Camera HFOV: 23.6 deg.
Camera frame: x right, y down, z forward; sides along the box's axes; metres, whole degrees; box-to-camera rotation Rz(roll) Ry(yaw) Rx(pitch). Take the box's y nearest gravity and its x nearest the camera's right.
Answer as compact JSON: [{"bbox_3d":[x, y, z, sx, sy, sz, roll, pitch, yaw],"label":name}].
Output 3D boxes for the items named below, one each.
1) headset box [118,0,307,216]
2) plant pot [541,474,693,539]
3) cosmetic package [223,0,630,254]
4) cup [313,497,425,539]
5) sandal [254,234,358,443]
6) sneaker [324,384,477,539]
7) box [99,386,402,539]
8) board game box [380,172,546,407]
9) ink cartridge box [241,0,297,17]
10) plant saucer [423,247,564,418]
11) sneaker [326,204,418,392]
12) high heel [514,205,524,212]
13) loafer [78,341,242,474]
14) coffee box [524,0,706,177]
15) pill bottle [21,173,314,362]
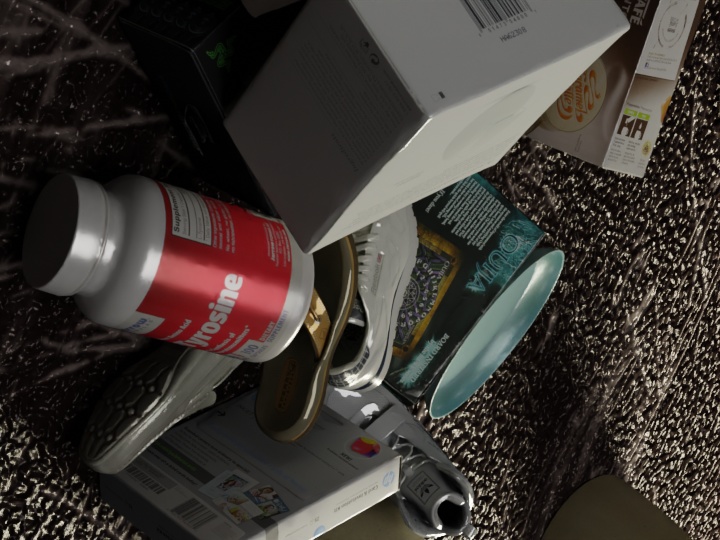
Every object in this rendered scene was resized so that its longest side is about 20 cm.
[{"bbox_3d":[-0.066,-0.168,1.304,0.200,0.092,0.175,-45,137,-21],"label":"headset box"},{"bbox_3d":[0.326,0.359,1.949,0.187,0.199,0.189,-26,129,-37],"label":"plant pot"},{"bbox_3d":[0.041,-0.136,1.199,0.199,0.123,0.200,-26,167,-35],"label":"cosmetic package"},{"bbox_3d":[-0.006,0.292,1.587,0.199,0.143,0.202,-24,127,-37],"label":"cup"},{"bbox_3d":[-0.054,0.039,1.384,0.054,0.080,0.202,13,91,-49],"label":"sandal"},{"bbox_3d":[0.034,0.163,1.540,0.075,0.115,0.200,-42,115,-1],"label":"sneaker"},{"bbox_3d":[-0.090,0.169,1.416,0.199,0.155,0.041,-26,131,-38],"label":"box"},{"bbox_3d":[0.054,0.001,1.519,0.135,0.028,0.200,41,76,-7],"label":"board game box"},{"bbox_3d":[-0.075,-0.280,1.152,0.067,0.117,0.201,-38,107,-29],"label":"ink cartridge box"},{"bbox_3d":[0.122,0.054,1.639,0.200,0.027,0.201,-45,162,-19],"label":"plant saucer"},{"bbox_3d":[0.000,0.000,1.440,0.080,0.076,0.202,29,63,-69],"label":"sneaker"},{"bbox_3d":[0.081,0.018,1.605,0.199,0.067,0.097,-34,144,-24],"label":"high heel"},{"bbox_3d":[-0.143,0.091,1.381,0.200,0.070,0.070,-47,130,-20],"label":"loafer"},{"bbox_3d":[0.236,-0.202,1.604,0.079,0.114,0.202,7,106,-49],"label":"coffee box"},{"bbox_3d":[-0.142,-0.005,1.276,0.199,0.112,0.113,16,99,-34],"label":"pill bottle"}]
